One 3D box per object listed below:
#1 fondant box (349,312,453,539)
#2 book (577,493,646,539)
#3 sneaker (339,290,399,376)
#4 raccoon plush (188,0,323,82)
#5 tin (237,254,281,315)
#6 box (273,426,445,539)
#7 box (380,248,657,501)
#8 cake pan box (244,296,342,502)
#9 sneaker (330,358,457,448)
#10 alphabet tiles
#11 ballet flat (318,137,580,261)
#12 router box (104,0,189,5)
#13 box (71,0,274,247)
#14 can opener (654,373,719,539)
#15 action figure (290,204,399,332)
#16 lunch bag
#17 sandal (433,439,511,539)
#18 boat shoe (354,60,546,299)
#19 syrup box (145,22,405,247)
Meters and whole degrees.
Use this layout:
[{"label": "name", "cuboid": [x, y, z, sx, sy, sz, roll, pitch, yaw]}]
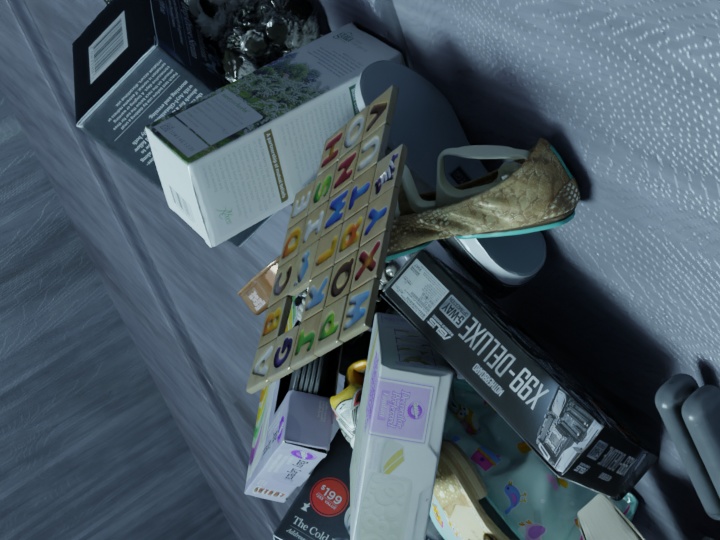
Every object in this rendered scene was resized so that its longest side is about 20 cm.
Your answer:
[{"label": "fondant box", "cuboid": [0.029, 0.125, 1.023, 0.200, 0.057, 0.147, -100, 19, -81]}, {"label": "book", "cuboid": [0.247, 0.267, 0.958, 0.200, 0.048, 0.134, 48, -173, -11]}, {"label": "sneaker", "cuboid": [0.004, 0.035, 1.315, 0.201, 0.059, 0.105, -96, 24, -63]}, {"label": "raccoon plush", "cuboid": [-0.086, -0.184, 1.155, 0.134, 0.096, 0.202, 50, 163, 48]}, {"label": "tin", "cuboid": [-0.073, -0.002, 1.381, 0.042, 0.111, 0.200, 56, 163, 0]}, {"label": "box", "cuboid": [0.042, 0.253, 1.287, 0.198, 0.183, 0.105, 27, 154, 14]}, {"label": "box", "cuboid": [0.122, 0.080, 0.972, 0.200, 0.050, 0.157, 46, -173, 29]}, {"label": "cake pan box", "cuboid": [-0.062, 0.116, 1.277, 0.200, 0.051, 0.187, 125, 154, -63]}, {"label": "sneaker", "cuboid": [0.033, 0.109, 1.220, 0.083, 0.077, 0.200, 56, -156, -2]}, {"label": "alphabet tiles", "cuboid": [-0.019, -0.027, 0.893, 0.007, 0.203, 0.167, 24, 150, -22]}, {"label": "ballet flat", "cuboid": [0.052, -0.049, 0.892, 0.071, 0.197, 0.066, -56, -51, -66]}, {"label": "router box", "cuboid": [-0.231, -0.320, 1.353, 0.151, 0.062, 0.200, 56, 163, 10]}, {"label": "box", "cuboid": [-0.153, -0.146, 1.169, 0.199, 0.107, 0.149, 38, -160, -35]}, {"label": "can opener", "cuboid": [0.242, 0.165, 0.871, 0.053, 0.067, 0.201, 24, 148, 59]}, {"label": "action figure", "cuboid": [0.000, 0.000, 1.155, 0.200, 0.119, 0.102, 45, -158, 0]}, {"label": "lunch bag", "cuboid": [0.133, 0.197, 1.143, 0.200, 0.122, 0.171, 43, 158, 24]}, {"label": "sandal", "cuboid": [0.095, 0.244, 1.039, 0.213, 0.069, 0.078, 57, 151, 16]}, {"label": "boat shoe", "cuboid": [0.059, -0.066, 0.973, 0.200, 0.073, 0.068, 48, 148, 2]}, {"label": "syrup box", "cuboid": [-0.059, -0.110, 1.007, 0.079, 0.198, 0.082, 38, 150, 45]}]
